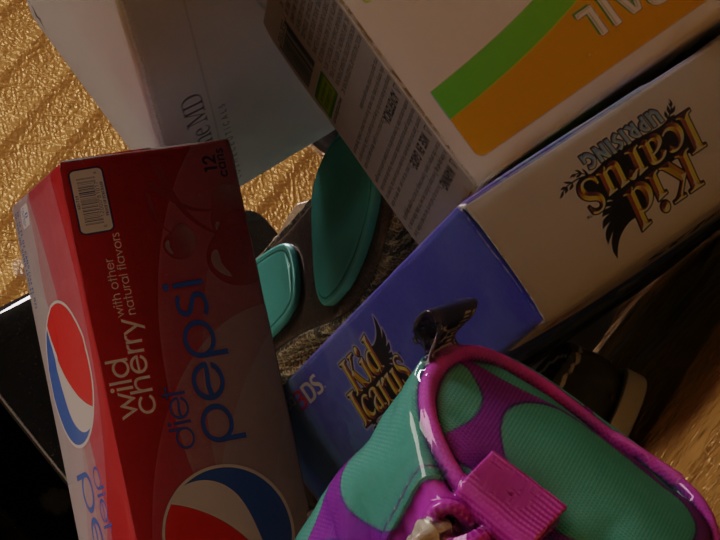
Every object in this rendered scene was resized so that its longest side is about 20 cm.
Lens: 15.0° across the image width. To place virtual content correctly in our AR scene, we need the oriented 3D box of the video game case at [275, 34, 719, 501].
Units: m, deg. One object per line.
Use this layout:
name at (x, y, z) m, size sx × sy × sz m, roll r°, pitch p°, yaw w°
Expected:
video game case at (0.074, -0.011, 0.887) m, size 0.181 × 0.046 × 0.200 m, roll -32°, pitch -7°, yaw -27°

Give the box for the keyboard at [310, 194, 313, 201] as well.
keyboard at (-0.009, 0.012, 1.087) m, size 0.011 × 0.056 × 0.200 m, roll -97°, pitch 24°, yaw -44°

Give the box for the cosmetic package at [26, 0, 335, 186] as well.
cosmetic package at (-0.023, -0.154, 0.954) m, size 0.200 × 0.123 × 0.200 m, roll -30°, pitch -28°, yaw -10°

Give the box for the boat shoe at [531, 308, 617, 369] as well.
boat shoe at (0.081, -0.041, 1.044) m, size 0.200 × 0.072 × 0.066 m, roll -55°, pitch -37°, yaw -13°

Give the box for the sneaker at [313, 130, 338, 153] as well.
sneaker at (0.067, -0.077, 1.257) m, size 0.199 × 0.060 × 0.104 m, roll -12°, pitch -7°, yaw -9°

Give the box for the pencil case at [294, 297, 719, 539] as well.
pencil case at (-0.010, 0.106, 0.638) m, size 0.200 × 0.085 × 0.092 m, roll -50°, pitch -26°, yaw 23°

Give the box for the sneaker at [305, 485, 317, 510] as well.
sneaker at (-0.008, 0.075, 1.077) m, size 0.085 × 0.073 × 0.200 m, roll -54°, pitch 3°, yaw -34°

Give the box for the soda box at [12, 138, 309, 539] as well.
soda box at (-0.061, 0.062, 0.916) m, size 0.063 × 0.201 × 0.070 m, roll -9°, pitch -9°, yaw -23°

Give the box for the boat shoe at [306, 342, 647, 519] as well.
boat shoe at (0.005, 0.095, 0.820) m, size 0.201 × 0.061 × 0.072 m, roll -50°, pitch 2°, yaw -3°

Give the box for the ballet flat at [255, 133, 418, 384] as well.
ballet flat at (0.000, 0.000, 1.015) m, size 0.200 × 0.075 × 0.068 m, roll 132°, pitch 138°, yaw -55°

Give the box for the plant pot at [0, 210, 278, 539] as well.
plant pot at (-0.090, 0.089, 1.329) m, size 0.177 × 0.200 × 0.200 m, roll -38°, pitch -4°, yaw -28°

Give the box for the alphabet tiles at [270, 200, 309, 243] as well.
alphabet tiles at (0.047, -0.030, 1.249) m, size 0.199 × 0.008 × 0.167 m, roll -15°, pitch -18°, yaw -24°

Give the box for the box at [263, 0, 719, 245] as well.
box at (0.079, -0.109, 0.866) m, size 0.200 × 0.102 × 0.113 m, roll -35°, pitch -7°, yaw -11°
